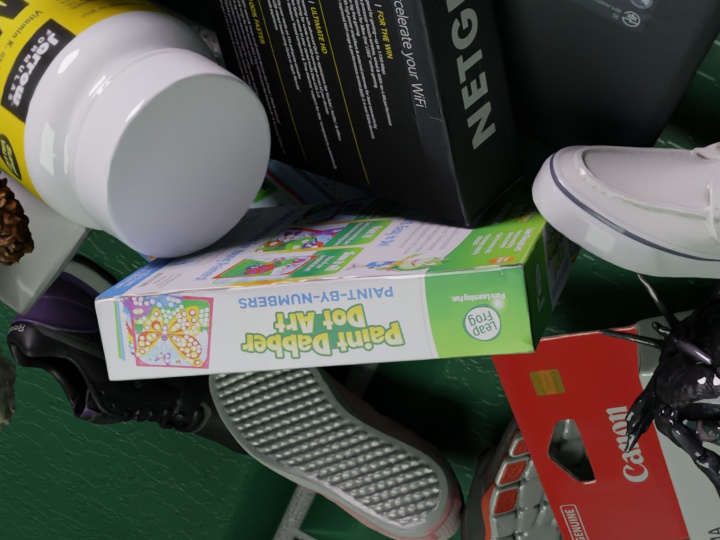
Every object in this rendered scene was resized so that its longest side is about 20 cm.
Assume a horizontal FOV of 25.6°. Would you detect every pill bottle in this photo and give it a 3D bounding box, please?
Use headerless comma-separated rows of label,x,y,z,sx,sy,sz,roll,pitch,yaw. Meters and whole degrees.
pill bottle,-0.140,-0.090,0.807,0.200,0.114,0.115,34,155,41

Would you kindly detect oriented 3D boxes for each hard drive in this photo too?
hard drive,0.097,-0.135,0.714,0.139,0.033,0.200,27,145,4

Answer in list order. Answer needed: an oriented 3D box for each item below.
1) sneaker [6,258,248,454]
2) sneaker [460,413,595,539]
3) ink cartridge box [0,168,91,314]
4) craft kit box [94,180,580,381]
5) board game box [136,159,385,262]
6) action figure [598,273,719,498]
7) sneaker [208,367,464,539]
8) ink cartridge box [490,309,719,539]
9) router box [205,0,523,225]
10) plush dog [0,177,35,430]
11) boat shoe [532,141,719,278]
sneaker,-0.160,0.086,1.121,0.200,0.088,0.076,36,144,-10
sneaker,0.096,0.130,1.007,0.077,0.082,0.201,-2,127,-24
ink cartridge box,-0.220,-0.047,0.969,0.117,0.067,0.200,36,-175,-9
craft kit box,0.000,0.000,0.774,0.196,0.200,0.049,-8,102,16
board game box,-0.051,-0.028,0.948,0.151,0.037,0.200,40,142,-14
action figure,0.206,0.074,0.754,0.200,0.119,0.102,38,180,44
sneaker,-0.012,0.120,1.071,0.200,0.076,0.105,33,175,25
ink cartridge box,0.181,0.107,0.899,0.175,0.045,0.200,-11,131,16
router box,-0.009,-0.129,0.735,0.149,0.051,0.201,21,140,37
plush dog,-0.267,-0.001,0.815,0.199,0.173,0.160,17,177,-3
boat shoe,0.181,-0.032,0.729,0.199,0.072,0.066,16,131,-5
